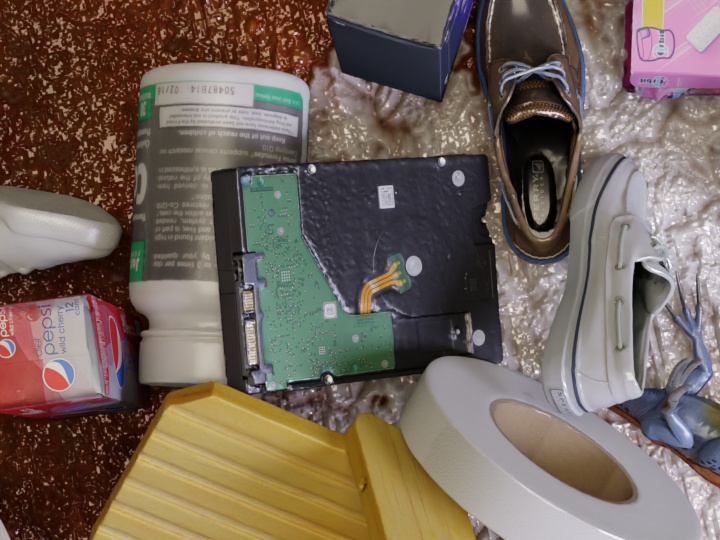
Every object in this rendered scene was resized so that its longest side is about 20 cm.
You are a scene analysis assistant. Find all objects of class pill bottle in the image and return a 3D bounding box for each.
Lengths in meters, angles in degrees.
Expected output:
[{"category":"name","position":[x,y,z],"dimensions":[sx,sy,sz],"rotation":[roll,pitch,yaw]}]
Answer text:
[{"category":"pill bottle","position":[-0.092,-0.026,1.373],"dimensions":[0.112,0.113,0.202],"rotation":[2,85,3]}]

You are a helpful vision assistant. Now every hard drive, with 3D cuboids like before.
[{"category":"hard drive","position":[0.000,0.000,1.346],"dimensions":[0.199,0.038,0.141],"rotation":[-6,91,-37]}]

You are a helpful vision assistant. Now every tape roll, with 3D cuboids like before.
[{"category":"tape roll","position":[0.117,0.124,1.309],"dimensions":[0.202,0.203,0.037],"rotation":[31,106,4]}]

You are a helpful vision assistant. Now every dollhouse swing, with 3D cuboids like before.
[{"category":"dollhouse swing","position":[-0.053,0.197,1.280],"dimensions":[0.174,0.183,0.201],"rotation":[15,125,-26]}]

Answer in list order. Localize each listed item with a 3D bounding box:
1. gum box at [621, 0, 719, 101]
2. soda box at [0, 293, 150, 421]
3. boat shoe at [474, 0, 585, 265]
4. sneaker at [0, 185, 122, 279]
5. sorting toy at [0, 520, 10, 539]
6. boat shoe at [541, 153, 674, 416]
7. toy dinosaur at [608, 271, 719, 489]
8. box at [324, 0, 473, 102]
[{"category":"gum box","position":[0.233,-0.209,1.397],"dimensions":[0.112,0.066,0.202],"rotation":[2,86,2]},{"category":"soda box","position":[-0.181,0.057,1.325],"dimensions":[0.069,0.200,0.064],"rotation":[-8,84,1]},{"category":"boat shoe","position":[0.117,-0.107,1.390],"dimensions":[0.071,0.072,0.202],"rotation":[-9,85,2]},{"category":"sneaker","position":[-0.255,-0.010,1.408],"dimensions":[0.198,0.075,0.089],"rotation":[5,98,9]},{"category":"sorting toy","position":[-0.320,0.179,1.379],"dimensions":[0.199,0.107,0.181],"rotation":[-26,77,1]},{"category":"boat shoe","position":[0.168,0.009,1.344],"dimensions":[0.066,0.074,0.201],"rotation":[-4,52,26]},{"category":"toy dinosaur","position":[0.209,0.107,1.366],"dimensions":[0.180,0.105,0.202],"rotation":[1,98,23]},{"category":"box","position":[0.037,-0.196,1.337],"dimensions":[0.078,0.200,0.142],"rotation":[19,87,4]}]
